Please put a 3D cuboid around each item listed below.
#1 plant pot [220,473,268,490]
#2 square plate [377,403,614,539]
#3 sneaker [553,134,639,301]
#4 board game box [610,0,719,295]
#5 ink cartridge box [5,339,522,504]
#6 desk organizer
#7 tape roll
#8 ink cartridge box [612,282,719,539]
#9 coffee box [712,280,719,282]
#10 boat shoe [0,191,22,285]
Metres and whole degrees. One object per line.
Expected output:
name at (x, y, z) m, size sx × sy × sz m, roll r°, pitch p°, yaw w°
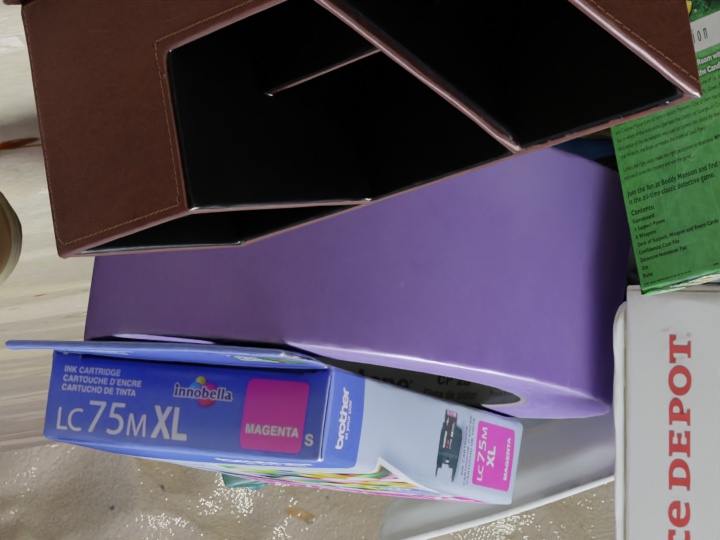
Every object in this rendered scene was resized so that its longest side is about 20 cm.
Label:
plant pot at (-0.017, 0.031, 1.276) m, size 0.200 × 0.135 × 0.200 m, roll -8°, pitch 174°, yaw -1°
square plate at (0.114, 0.041, 1.186) m, size 0.200 × 0.028 × 0.198 m, roll -24°, pitch -165°, yaw 50°
sneaker at (0.124, -0.018, 1.168) m, size 0.111 × 0.077 × 0.200 m, roll 19°, pitch -179°, yaw 26°
board game box at (0.138, -0.060, 0.793) m, size 0.023 × 0.105 × 0.200 m, roll -9°, pitch 176°, yaw -31°
ink cartridge box at (-0.033, 0.058, 1.006) m, size 0.119 × 0.042 × 0.200 m, roll 3°, pitch 169°, yaw 27°
desk organizer at (-0.007, -0.060, 0.696) m, size 0.072 × 0.077 × 0.200 m, roll -4°, pitch 172°, yaw -38°
tape roll at (0.000, 0.000, 1.004) m, size 0.199 × 0.085 × 0.200 m, roll 8°, pitch 172°, yaw 1°
ink cartridge box at (0.194, 0.077, 0.923) m, size 0.199 × 0.147 × 0.083 m, roll 1°, pitch -177°, yaw 32°
coffee box at (0.227, -0.003, 1.084) m, size 0.200 × 0.113 × 0.080 m, roll -27°, pitch 158°, yaw -32°
boat shoe at (-0.206, 0.015, 1.069) m, size 0.200 × 0.071 × 0.064 m, roll -25°, pitch 169°, yaw 27°
